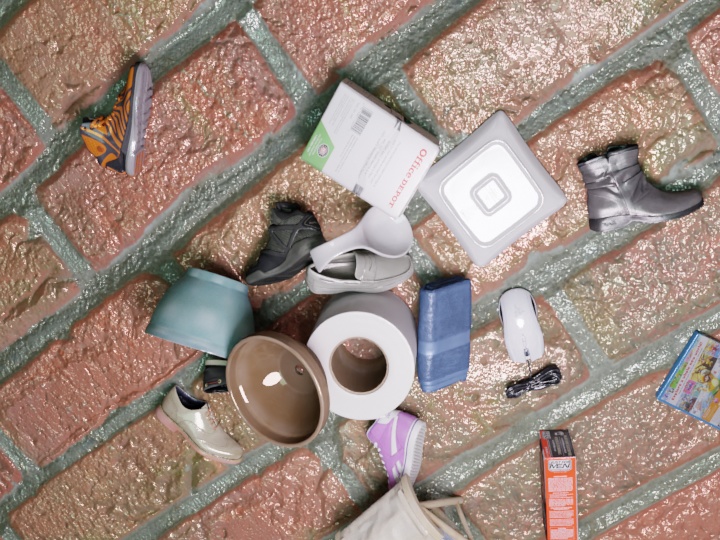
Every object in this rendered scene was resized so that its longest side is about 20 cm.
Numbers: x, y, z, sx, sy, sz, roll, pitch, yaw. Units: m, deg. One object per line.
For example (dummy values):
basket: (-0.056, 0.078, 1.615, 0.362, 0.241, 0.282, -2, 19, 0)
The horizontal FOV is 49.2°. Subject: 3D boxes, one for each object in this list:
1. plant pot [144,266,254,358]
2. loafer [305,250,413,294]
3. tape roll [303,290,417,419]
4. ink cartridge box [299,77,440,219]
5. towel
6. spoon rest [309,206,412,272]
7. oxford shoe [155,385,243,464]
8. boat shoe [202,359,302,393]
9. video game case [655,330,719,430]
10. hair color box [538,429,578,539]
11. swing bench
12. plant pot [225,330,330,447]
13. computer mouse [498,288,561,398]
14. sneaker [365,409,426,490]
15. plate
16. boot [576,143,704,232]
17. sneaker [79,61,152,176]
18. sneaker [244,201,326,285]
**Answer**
plant pot: (-0.275, 0.074, 1.418, 0.195, 0.200, 0.138, 16, 83, 2)
loafer: (0.000, 0.000, 1.390, 0.194, 0.070, 0.072, -10, 64, -6)
tape roll: (0.004, 0.144, 1.418, 0.196, 0.140, 0.209, 2, 109, 6)
ink cartridge box: (0.019, -0.205, 1.332, 0.197, 0.085, 0.148, 32, 109, -4)
towel: (0.148, 0.113, 1.415, 0.109, 0.048, 0.206, -13, 114, -30)
spoon rest: (0.010, -0.053, 1.346, 0.101, 0.197, 0.061, 63, 149, 7)
oxford shoe: (-0.307, 0.305, 1.546, 0.198, 0.071, 0.075, 34, 106, -5)
boat shoe: (-0.205, 0.207, 1.491, 0.195, 0.074, 0.065, -1, 68, 12)
video game case: (0.657, 0.213, 1.422, 0.196, 0.018, 0.146, 25, 110, -2)
hair color box: (0.372, 0.415, 1.479, 0.059, 0.102, 0.206, -3, 107, 8)
swing bench: (0.092, 0.516, 1.489, 0.199, 0.131, 0.198, -44, 131, 19)
plant pot: (-0.125, 0.186, 1.332, 0.196, 0.092, 0.206, 12, 116, 26)
computer mouse: (0.296, 0.134, 1.428, 0.107, 0.044, 0.205, -14, 106, 12)
sneaker: (0.060, 0.354, 1.526, 0.112, 0.072, 0.206, 18, 116, 22)
plate: (0.224, -0.133, 1.358, 0.199, 0.032, 0.201, -37, 100, 17)
boot: (0.466, -0.147, 1.307, 0.194, 0.070, 0.135, -11, 101, 6)
sneaker: (-0.430, -0.270, 1.372, 0.109, 0.078, 0.205, 15, 109, 1)
sneaker: (-0.143, -0.048, 1.414, 0.198, 0.075, 0.117, -33, 68, 39)
